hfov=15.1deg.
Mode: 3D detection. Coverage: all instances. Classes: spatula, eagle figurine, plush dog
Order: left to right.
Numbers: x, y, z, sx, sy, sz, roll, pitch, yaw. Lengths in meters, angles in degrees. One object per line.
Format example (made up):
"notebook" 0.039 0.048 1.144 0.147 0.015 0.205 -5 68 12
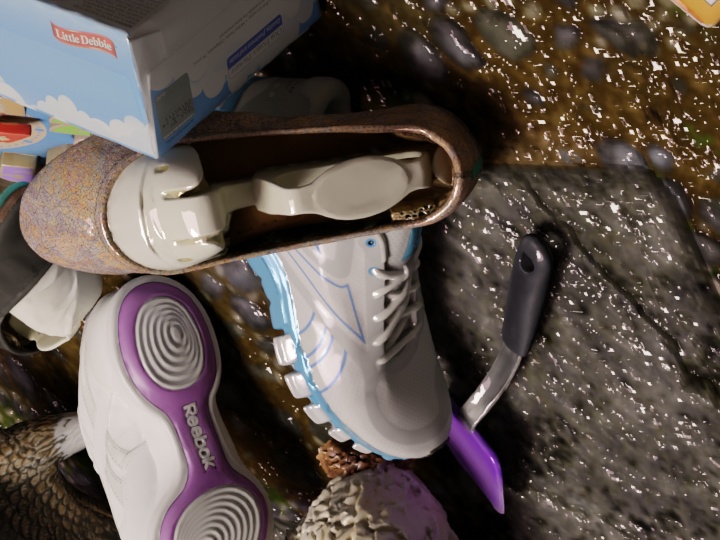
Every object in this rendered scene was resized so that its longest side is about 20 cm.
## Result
"eagle figurine" -0.181 0.127 1.523 0.150 0.152 0.201 -25 103 35
"plush dog" 0.017 0.174 1.335 0.159 0.201 0.172 -8 139 13
"spatula" 0.063 0.044 1.242 0.057 0.020 0.200 51 150 25

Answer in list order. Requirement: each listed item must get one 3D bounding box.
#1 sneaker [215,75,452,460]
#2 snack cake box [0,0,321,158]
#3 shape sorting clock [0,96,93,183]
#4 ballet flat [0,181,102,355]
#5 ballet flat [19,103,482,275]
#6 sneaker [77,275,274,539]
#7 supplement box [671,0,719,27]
"sneaker" 0.000 0.000 1.216 0.086 0.075 0.201 -8 118 43
"snack cake box" -0.131 -0.132 1.174 0.199 0.115 0.067 22 141 33
"shape sorting clock" -0.203 -0.072 1.300 0.199 0.039 0.200 5 164 1
"ballet flat" -0.171 0.004 1.418 0.068 0.068 0.200 36 164 -3
"ballet flat" -0.046 -0.035 1.134 0.067 0.199 0.068 -109 8 -75
"sneaker" -0.101 0.104 1.422 0.099 0.074 0.201 -12 88 61
"supplement box" 0.149 -0.160 0.869 0.069 0.067 0.200 43 149 -3
